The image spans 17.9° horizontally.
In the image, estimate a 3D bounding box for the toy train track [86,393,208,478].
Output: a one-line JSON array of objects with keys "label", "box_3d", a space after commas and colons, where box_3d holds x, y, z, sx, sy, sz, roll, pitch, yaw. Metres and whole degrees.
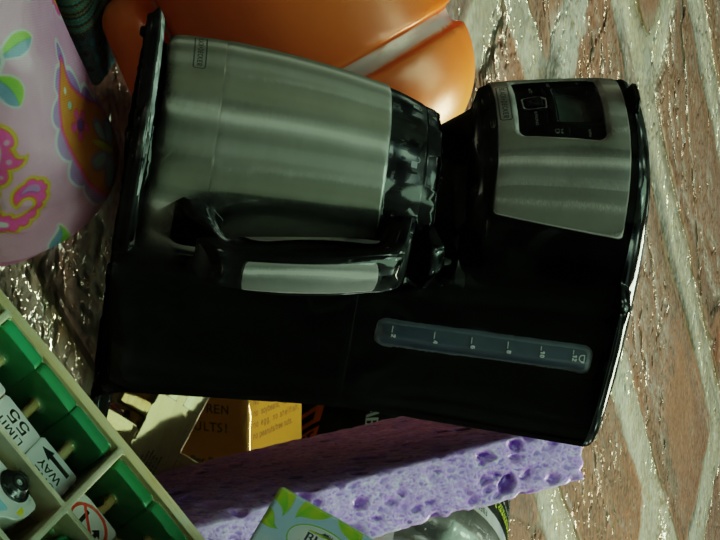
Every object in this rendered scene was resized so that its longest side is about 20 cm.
[{"label": "toy train track", "box_3d": [-0.067, 0.103, 1.000, 0.200, 0.032, 0.115, 35, 74, -27]}]

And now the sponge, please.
[{"label": "sponge", "box_3d": [-0.016, 0.091, 0.946, 0.199, 0.111, 0.030, -11, 96, -31]}]

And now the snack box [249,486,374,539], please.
[{"label": "snack box", "box_3d": [-0.046, 0.178, 0.823, 0.143, 0.053, 0.200, -57, 170, -23]}]

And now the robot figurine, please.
[{"label": "robot figurine", "box_3d": [-0.027, -0.116, 0.969, 0.144, 0.116, 0.201, -33, 99, -32]}]

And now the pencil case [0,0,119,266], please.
[{"label": "pencil case", "box_3d": [-0.147, -0.098, 0.796, 0.201, 0.087, 0.088, 73, 28, -41]}]

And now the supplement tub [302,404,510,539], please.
[{"label": "supplement tub", "box_3d": [0.017, 0.109, 1.163, 0.201, 0.122, 0.123, -83, 163, -46]}]

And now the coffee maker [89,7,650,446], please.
[{"label": "coffee maker", "box_3d": [0.000, 0.000, 0.898, 0.193, 0.199, 0.135, 107, -10, -53]}]

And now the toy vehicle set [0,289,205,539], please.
[{"label": "toy vehicle set", "box_3d": [-0.133, 0.067, 0.770, 0.200, 0.026, 0.124, 51, 30, -6]}]

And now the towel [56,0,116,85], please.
[{"label": "towel", "box_3d": [-0.113, -0.201, 0.959, 0.147, 0.022, 0.201, -65, 152, -44]}]

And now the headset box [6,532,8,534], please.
[{"label": "headset box", "box_3d": [-0.145, 0.176, 0.846, 0.149, 0.075, 0.201, -48, 137, -60]}]

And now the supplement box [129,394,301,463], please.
[{"label": "supplement box", "box_3d": [-0.067, 0.042, 1.053, 0.069, 0.066, 0.202, -12, 104, -66]}]
